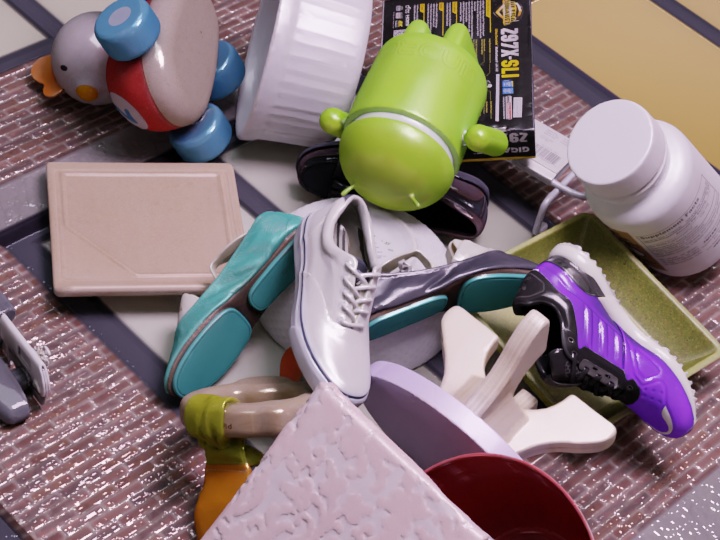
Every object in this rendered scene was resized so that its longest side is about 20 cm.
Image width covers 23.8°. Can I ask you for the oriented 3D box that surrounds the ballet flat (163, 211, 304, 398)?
[{"bbox_3d":[-0.119,0.027,1.533,0.070,0.067,0.200,30,75,38],"label":"ballet flat"}]

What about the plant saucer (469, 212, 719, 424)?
[{"bbox_3d":[0.206,0.058,1.610,0.199,0.048,0.200,-26,63,-33],"label":"plant saucer"}]

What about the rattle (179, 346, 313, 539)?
[{"bbox_3d":[-0.074,0.151,1.465,0.130,0.144,0.200,-18,2,10],"label":"rattle"}]

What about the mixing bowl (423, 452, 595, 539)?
[{"bbox_3d":[0.112,0.249,1.329,0.200,0.200,0.108,46,10,29],"label":"mixing bowl"}]

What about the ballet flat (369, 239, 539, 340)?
[{"bbox_3d":[0.075,0.007,1.533,0.199,0.073,0.073,-13,49,-19],"label":"ballet flat"}]

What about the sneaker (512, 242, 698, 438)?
[{"bbox_3d":[0.205,0.081,1.500,0.099,0.070,0.200,-37,85,-30],"label":"sneaker"}]

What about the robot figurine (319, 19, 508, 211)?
[{"bbox_3d":[0.050,-0.143,1.621,0.174,0.116,0.201,9,57,22],"label":"robot figurine"}]

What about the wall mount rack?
[{"bbox_3d":[0.184,-0.125,1.789,0.199,0.075,0.174,33,51,19],"label":"wall mount rack"}]

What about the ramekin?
[{"bbox_3d":[-0.057,-0.221,1.739,0.097,0.201,0.201,13,43,-12],"label":"ramekin"}]

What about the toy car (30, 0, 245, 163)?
[{"bbox_3d":[-0.249,-0.206,1.728,0.199,0.185,0.178,-12,48,23],"label":"toy car"}]

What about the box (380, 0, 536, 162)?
[{"bbox_3d":[0.099,-0.200,1.758,0.159,0.049,0.201,-2,53,5],"label":"box"}]

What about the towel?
[{"bbox_3d":[-0.021,0.220,1.319,0.191,0.200,0.032,41,8,23],"label":"towel"}]

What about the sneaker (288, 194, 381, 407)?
[{"bbox_3d":[-0.017,0.021,1.444,0.073,0.071,0.201,16,49,-33],"label":"sneaker"}]

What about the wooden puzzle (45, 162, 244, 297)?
[{"bbox_3d":[-0.204,-0.037,1.631,0.184,0.037,0.201,0,41,-13],"label":"wooden puzzle"}]

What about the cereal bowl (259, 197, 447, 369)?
[{"bbox_3d":[0.000,0.000,1.605,0.199,0.084,0.201,8,43,-7],"label":"cereal bowl"}]

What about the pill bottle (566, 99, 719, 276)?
[{"bbox_3d":[0.282,-0.082,1.661,0.114,0.200,0.115,-15,60,28],"label":"pill bottle"}]

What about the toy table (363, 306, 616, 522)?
[{"bbox_3d":[0.109,0.119,1.456,0.200,0.184,0.117,43,66,12],"label":"toy table"}]

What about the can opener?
[{"bbox_3d":[-0.331,0.046,1.497,0.066,0.053,0.200,-20,53,-29],"label":"can opener"}]

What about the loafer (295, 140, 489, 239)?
[{"bbox_3d":[0.033,-0.077,1.698,0.199,0.072,0.063,12,39,-6],"label":"loafer"}]
